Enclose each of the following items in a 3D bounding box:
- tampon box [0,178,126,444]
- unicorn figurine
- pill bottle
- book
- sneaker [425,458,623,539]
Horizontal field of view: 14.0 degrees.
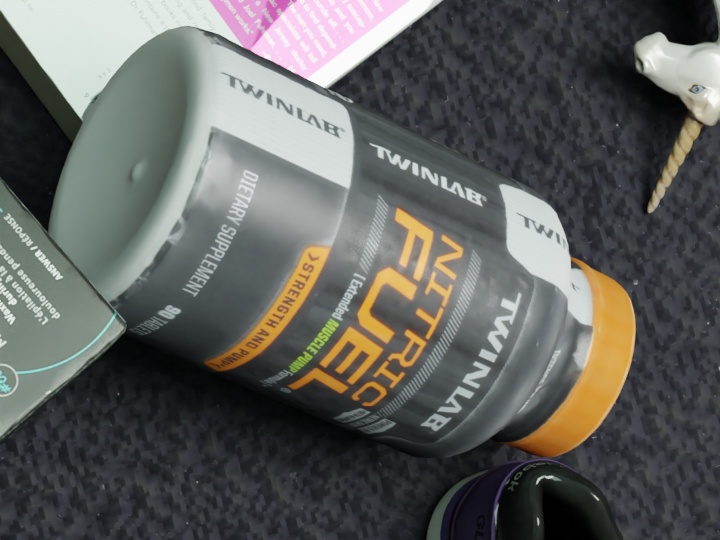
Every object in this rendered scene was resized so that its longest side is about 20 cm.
[{"bbox_3d":[-0.207,0.036,0.947,0.200,0.126,0.150,-41,92,-19],"label":"tampon box"},{"bbox_3d":[0.128,-0.147,1.114,0.137,0.074,0.200,41,64,-18],"label":"unicorn figurine"},{"bbox_3d":[0.000,0.000,1.019,0.200,0.106,0.107,24,72,-28],"label":"pill bottle"},{"bbox_3d":[-0.041,-0.127,1.076,0.200,0.048,0.134,-37,93,-19],"label":"book"},{"bbox_3d":[0.086,0.163,1.033,0.076,0.088,0.200,-25,88,-20],"label":"sneaker"}]
